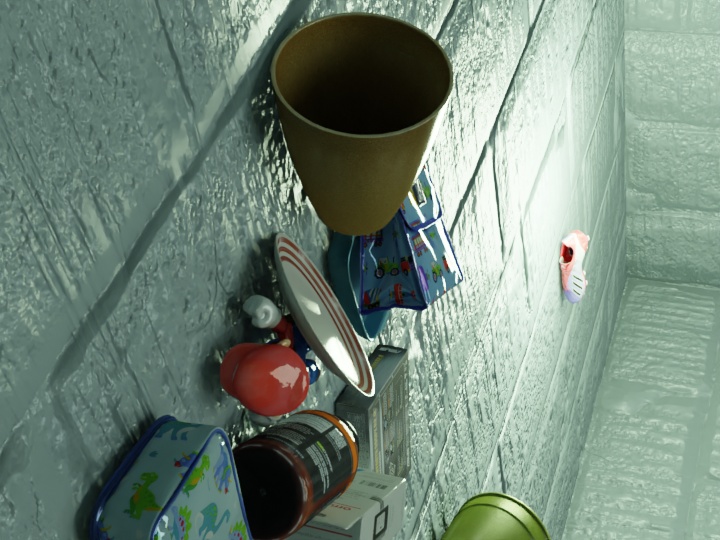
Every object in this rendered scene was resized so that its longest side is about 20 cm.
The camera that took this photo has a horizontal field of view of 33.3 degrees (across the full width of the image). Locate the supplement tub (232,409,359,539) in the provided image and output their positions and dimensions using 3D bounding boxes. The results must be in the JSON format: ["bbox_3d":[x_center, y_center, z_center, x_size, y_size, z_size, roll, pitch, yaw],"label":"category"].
[{"bbox_3d":[-0.067,0.212,1.294,0.200,0.106,0.108,-17,113,-68],"label":"supplement tub"}]

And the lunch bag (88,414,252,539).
[{"bbox_3d":[-0.163,0.242,1.074,0.161,0.082,0.202,-58,149,-47],"label":"lunch bag"}]

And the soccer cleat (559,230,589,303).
[{"bbox_3d":[0.503,-0.004,2.889,0.076,0.067,0.202,-23,130,-31],"label":"soccer cleat"}]

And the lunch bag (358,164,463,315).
[{"bbox_3d":[0.049,-0.063,1.473,0.150,0.093,0.202,-31,113,-64],"label":"lunch bag"}]

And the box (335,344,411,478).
[{"bbox_3d":[0.021,0.226,1.627,0.159,0.048,0.202,-50,142,-55],"label":"box"}]

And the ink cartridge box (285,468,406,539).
[{"bbox_3d":[-0.033,0.289,1.404,0.200,0.115,0.067,-17,114,-68],"label":"ink cartridge box"}]

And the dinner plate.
[{"bbox_3d":[-0.044,0.051,1.291,0.201,0.024,0.200,56,10,-16],"label":"dinner plate"}]

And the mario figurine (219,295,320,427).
[{"bbox_3d":[-0.101,0.094,1.244,0.124,0.105,0.200,60,11,2],"label":"mario figurine"}]

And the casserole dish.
[{"bbox_3d":[0.000,0.000,1.507,0.201,0.038,0.122,75,29,-49],"label":"casserole dish"}]

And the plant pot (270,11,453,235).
[{"bbox_3d":[-0.001,-0.136,1.286,0.201,0.185,0.187,93,16,-50],"label":"plant pot"}]

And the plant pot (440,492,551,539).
[{"bbox_3d":[0.201,0.510,2.058,0.192,0.199,0.203,-23,119,-53],"label":"plant pot"}]
